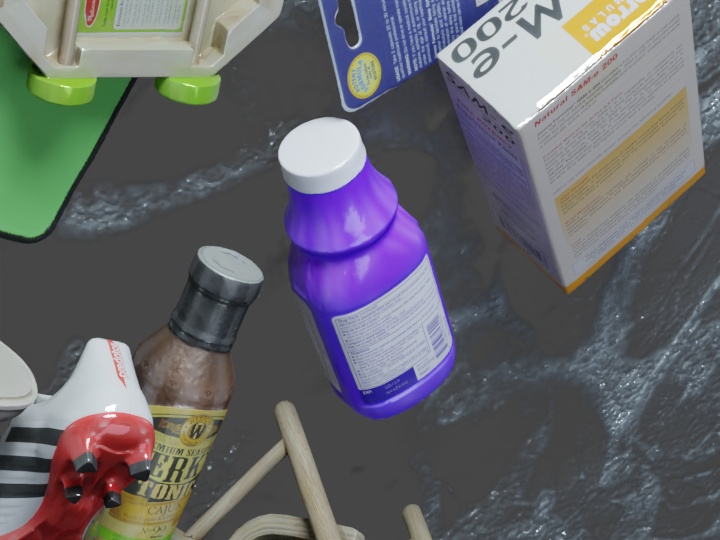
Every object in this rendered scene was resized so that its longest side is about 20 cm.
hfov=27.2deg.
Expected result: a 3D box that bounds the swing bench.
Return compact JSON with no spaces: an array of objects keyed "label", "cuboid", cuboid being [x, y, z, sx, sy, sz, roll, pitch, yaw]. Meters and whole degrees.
[{"label":"swing bench","cuboid":[0.005,0.219,0.942,0.130,0.200,0.199,-45,138,-2]}]

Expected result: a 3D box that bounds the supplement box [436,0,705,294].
[{"label":"supplement box","cuboid":[0.131,-0.090,0.880,0.126,0.074,0.200,-40,150,-8]}]

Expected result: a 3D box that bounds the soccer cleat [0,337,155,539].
[{"label":"soccer cleat","cuboid":[-0.176,0.117,0.820,0.068,0.086,0.200,17,132,-33]}]

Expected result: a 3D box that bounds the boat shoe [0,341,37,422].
[{"label":"boat shoe","cuboid":[-0.253,0.045,0.710,0.199,0.067,0.057,19,124,-40]}]

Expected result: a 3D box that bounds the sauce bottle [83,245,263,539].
[{"label":"sauce bottle","cuboid":[-0.111,0.082,0.846,0.064,0.065,0.201,5,117,-41]}]

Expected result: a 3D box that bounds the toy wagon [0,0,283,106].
[{"label":"toy wagon","cuboid":[-0.116,-0.152,0.676,0.199,0.040,0.156,-6,123,-36]}]

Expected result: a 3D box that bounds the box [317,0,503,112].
[{"label":"box","cuboid":[0.055,-0.181,0.804,0.199,0.032,0.122,-32,136,-19]}]

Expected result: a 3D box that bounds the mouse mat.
[{"label":"mouse mat","cuboid":[-0.168,-0.112,0.696,0.160,0.008,0.201,19,108,-46]}]

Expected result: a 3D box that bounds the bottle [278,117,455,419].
[{"label":"bottle","cuboid":[0.000,0.000,0.872,0.083,0.065,0.201,-34,136,-14]}]
